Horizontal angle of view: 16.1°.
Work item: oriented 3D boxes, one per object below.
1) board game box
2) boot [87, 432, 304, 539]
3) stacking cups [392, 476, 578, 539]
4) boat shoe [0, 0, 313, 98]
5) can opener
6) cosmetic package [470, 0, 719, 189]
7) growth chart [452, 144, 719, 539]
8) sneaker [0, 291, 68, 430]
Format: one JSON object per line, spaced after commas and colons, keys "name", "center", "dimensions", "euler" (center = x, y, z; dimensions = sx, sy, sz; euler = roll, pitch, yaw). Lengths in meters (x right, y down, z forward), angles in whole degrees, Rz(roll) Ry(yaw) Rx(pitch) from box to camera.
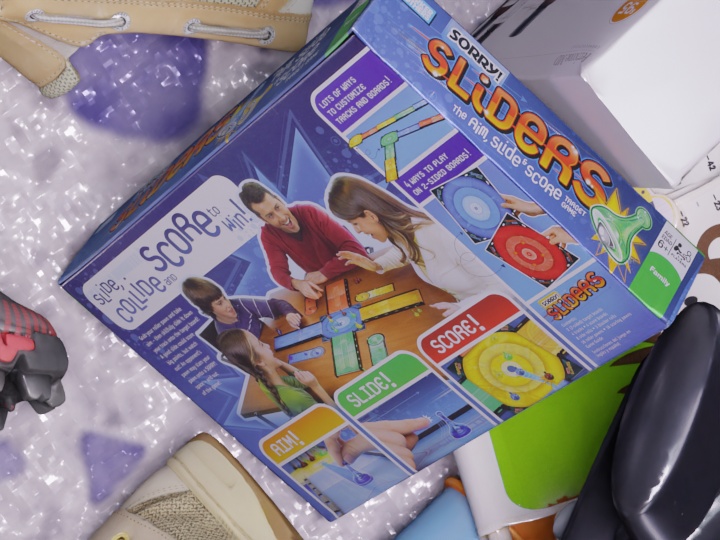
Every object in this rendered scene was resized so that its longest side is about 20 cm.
{"name": "board game box", "center": [0.000, 0.000, 0.840], "dimensions": [0.135, 0.200, 0.035], "euler": [42, 51, -11]}
{"name": "boot", "center": [-0.065, 0.157, 0.838], "dimensions": [0.155, 0.200, 0.073], "euler": [-35, 135, -8]}
{"name": "stacking cups", "center": [0.038, 0.111, 0.920], "dimensions": [0.200, 0.060, 0.061], "euler": [-42, 100, -10]}
{"name": "boat shoe", "center": [-0.110, -0.096, 0.875], "dimensions": [0.199, 0.072, 0.077], "euler": [-1, 108, -12]}
{"name": "can opener", "center": [0.075, 0.108, 0.785], "dimensions": [0.079, 0.063, 0.201], "euler": [34, 74, -41]}
{"name": "cosmetic package", "center": [0.084, -0.073, 0.849], "dimensions": [0.083, 0.200, 0.051], "euler": [-45, 101, -8]}
{"name": "growth chart", "center": [0.105, 0.010, 0.879], "dimensions": [0.200, 0.018, 0.145], "euler": [-35, 61, 18]}
{"name": "sneaker", "center": [-0.187, -0.004, 0.852], "dimensions": [0.200, 0.071, 0.098], "euler": [16, 58, -30]}
